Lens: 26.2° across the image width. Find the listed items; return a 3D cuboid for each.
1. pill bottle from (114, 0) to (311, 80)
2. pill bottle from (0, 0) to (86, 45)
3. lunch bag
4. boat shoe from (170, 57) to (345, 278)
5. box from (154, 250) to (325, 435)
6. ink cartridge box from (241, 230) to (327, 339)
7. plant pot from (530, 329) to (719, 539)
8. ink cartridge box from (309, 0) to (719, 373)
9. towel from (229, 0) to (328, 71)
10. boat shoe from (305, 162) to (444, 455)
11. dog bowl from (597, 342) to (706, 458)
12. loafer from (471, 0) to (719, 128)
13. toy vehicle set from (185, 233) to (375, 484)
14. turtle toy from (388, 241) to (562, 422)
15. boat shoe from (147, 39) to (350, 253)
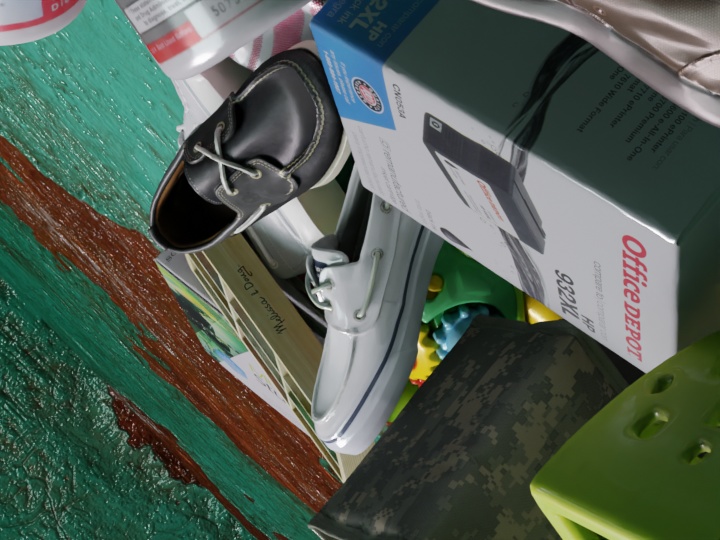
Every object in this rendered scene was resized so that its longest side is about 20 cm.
[{"bbox_3d":[-0.095,-0.198,0.695,0.200,0.114,0.114,56,161,-14],"label":"pill bottle"},{"bbox_3d":[-0.210,-0.232,0.850,0.109,0.109,0.201,35,144,25],"label":"pill bottle"},{"bbox_3d":[0.101,0.148,0.845,0.200,0.164,0.117,49,157,-21],"label":"lunch bag"},{"bbox_3d":[-0.081,-0.085,0.986,0.068,0.072,0.200,-33,98,31],"label":"boat shoe"},{"bbox_3d":[-0.076,0.059,1.181,0.144,0.036,0.200,37,164,19],"label":"box"},{"bbox_3d":[-0.036,-0.008,1.126,0.200,0.084,0.175,45,165,-12],"label":"ink cartridge box"},{"bbox_3d":[0.224,0.109,0.630,0.200,0.182,0.199,19,153,54],"label":"plant pot"},{"bbox_3d":[0.087,-0.054,0.708,0.200,0.084,0.145,34,162,26],"label":"ink cartridge box"},{"bbox_3d":[-0.072,-0.148,0.864,0.199,0.030,0.146,29,166,5],"label":"towel"},{"bbox_3d":[0.000,0.000,0.852,0.067,0.201,0.074,17,-177,-24],"label":"boat shoe"},{"bbox_3d":[0.191,0.064,0.820,0.200,0.059,0.200,38,164,13],"label":"dog bowl"},{"bbox_3d":[0.087,-0.129,0.563,0.200,0.073,0.071,31,151,20],"label":"loafer"},{"bbox_3d":[-0.057,0.041,1.008,0.200,0.026,0.124,53,169,21],"label":"toy vehicle set"},{"bbox_3d":[0.040,0.030,0.963,0.146,0.101,0.200,40,151,9],"label":"turtle toy"},{"bbox_3d":[-0.063,-0.062,0.873,0.072,0.068,0.200,56,146,1],"label":"boat shoe"}]
